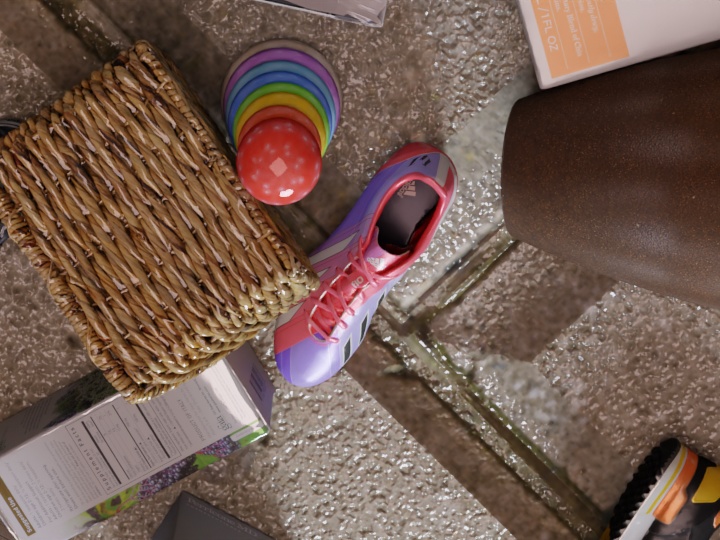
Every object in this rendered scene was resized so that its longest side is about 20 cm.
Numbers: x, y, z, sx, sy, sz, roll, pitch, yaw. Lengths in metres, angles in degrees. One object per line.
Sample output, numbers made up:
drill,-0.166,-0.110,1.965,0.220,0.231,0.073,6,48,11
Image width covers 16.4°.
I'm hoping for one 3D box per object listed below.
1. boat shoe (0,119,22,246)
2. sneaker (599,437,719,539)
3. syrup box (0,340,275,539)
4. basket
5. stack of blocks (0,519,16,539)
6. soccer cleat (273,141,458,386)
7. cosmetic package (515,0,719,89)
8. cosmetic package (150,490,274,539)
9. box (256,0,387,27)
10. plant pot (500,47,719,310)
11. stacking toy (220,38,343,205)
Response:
boat shoe,-0.290,-0.013,1.710,0.071,0.091,0.201,34,106,-9
sneaker,0.205,0.222,1.784,0.090,0.070,0.201,29,104,-4
syrup box,-0.165,0.113,1.754,0.199,0.079,0.082,-29,105,10
basket,-0.140,-0.030,1.663,0.149,0.143,0.201,-36,86,3
stack of blocks,-0.258,0.242,1.796,0.199,0.059,0.115,30,119,-8
soccer cleat,0.000,0.000,1.715,0.066,0.077,0.201,33,105,-9
cosmetic package,0.200,-0.199,1.650,0.198,0.071,0.102,-16,106,6
cosmetic package,-0.107,0.244,1.733,0.106,0.200,0.091,29,108,-10
box,-0.056,-0.207,1.586,0.156,0.200,0.050,12,104,-3
plant pot,0.199,-0.064,1.651,0.198,0.187,0.189,4,109,16
stacking toy,-0.054,-0.091,1.621,0.085,0.200,0.086,0,106,0
